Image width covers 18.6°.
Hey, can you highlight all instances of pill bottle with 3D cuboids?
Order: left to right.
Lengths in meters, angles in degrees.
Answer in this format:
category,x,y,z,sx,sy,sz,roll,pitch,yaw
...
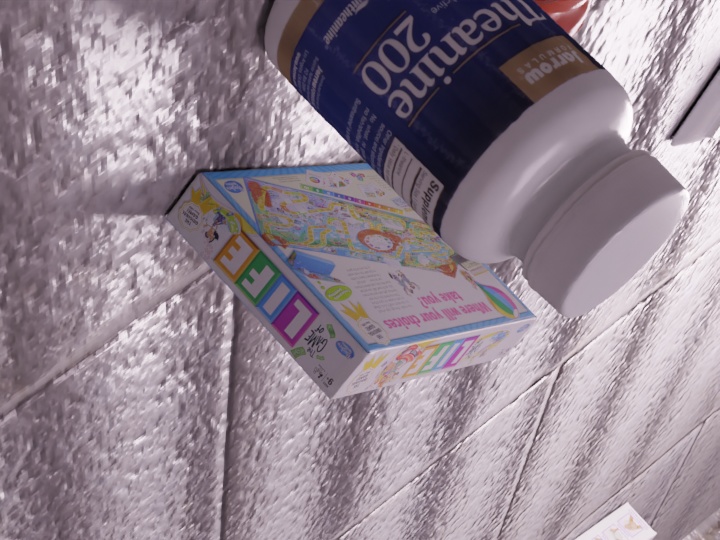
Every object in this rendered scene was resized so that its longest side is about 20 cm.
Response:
category,x,y,z,sx,sy,sz,roll,pitch,yaw
pill bottle,0.057,-0.075,1.040,0.111,0.200,0.111,-39,161,-16

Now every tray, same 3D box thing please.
category,x,y,z,sx,sy,sz,roll,pitch,yaw
tray,0.326,-0.154,1.717,0.200,0.022,0.107,-25,155,-43

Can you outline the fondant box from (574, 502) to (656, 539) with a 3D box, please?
category,x,y,z,sx,sy,sz,roll,pitch,yaw
fondant box,0.261,0.387,2.715,0.200,0.058,0.144,-30,157,-39

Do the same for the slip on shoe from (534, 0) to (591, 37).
category,x,y,z,sx,sy,sz,roll,pitch,yaw
slip on shoe,0.111,-0.167,1.175,0.074,0.061,0.200,-40,163,-16

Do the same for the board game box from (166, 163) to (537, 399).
category,x,y,z,sx,sy,sz,roll,pitch,yaw
board game box,0.000,0.000,1.193,0.034,0.134,0.200,-51,160,23
